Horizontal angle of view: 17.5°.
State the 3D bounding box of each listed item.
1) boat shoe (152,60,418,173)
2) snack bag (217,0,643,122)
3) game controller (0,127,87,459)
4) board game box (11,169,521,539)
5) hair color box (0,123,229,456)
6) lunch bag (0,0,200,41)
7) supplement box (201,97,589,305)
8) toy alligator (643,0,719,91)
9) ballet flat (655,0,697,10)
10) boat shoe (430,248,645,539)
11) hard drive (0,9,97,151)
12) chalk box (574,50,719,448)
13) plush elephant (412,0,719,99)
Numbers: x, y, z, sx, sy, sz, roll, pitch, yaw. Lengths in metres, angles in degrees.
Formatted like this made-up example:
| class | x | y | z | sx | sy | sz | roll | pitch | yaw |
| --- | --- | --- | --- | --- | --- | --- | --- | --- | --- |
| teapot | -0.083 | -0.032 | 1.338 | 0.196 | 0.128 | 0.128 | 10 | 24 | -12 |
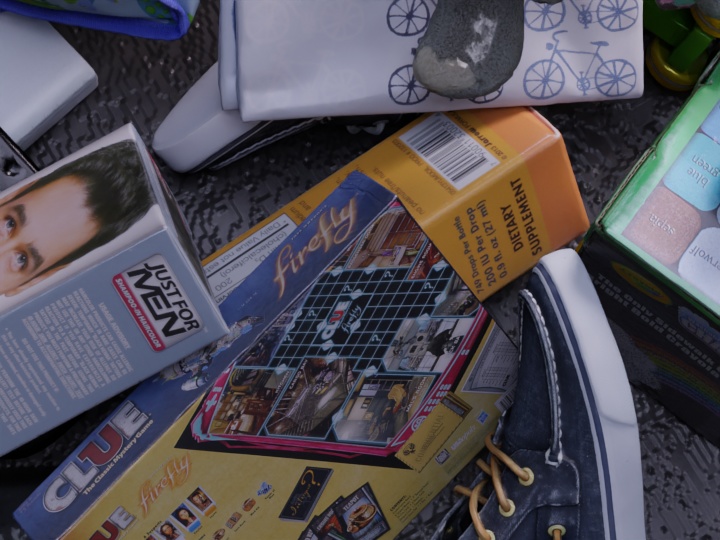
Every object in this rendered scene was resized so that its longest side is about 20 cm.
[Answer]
| class | x | y | z | sx | sy | sz | roll | pitch | yaw |
| --- | --- | --- | --- | --- | --- | --- | --- | --- | --- |
| boat shoe | 0.001 | -0.093 | 1.051 | 0.200 | 0.072 | 0.068 | -34 | 113 | 5 |
| snack bag | 0.033 | -0.164 | 0.983 | 0.187 | 0.021 | 0.201 | -3 | 109 | -9 |
| game controller | -0.183 | -0.014 | 1.015 | 0.104 | 0.042 | 0.200 | -44 | 98 | -13 |
| board game box | -0.030 | 0.073 | 0.975 | 0.200 | 0.136 | 0.035 | -45 | 40 | -6 |
| hair color box | -0.161 | 0.028 | 0.951 | 0.199 | 0.099 | 0.061 | -28 | 122 | 0 |
| lunch bag | -0.142 | -0.206 | 1.024 | 0.199 | 0.128 | 0.171 | 12 | 69 | 27 |
| supplement box | 0.000 | 0.000 | 1.025 | 0.199 | 0.067 | 0.069 | -33 | 44 | -10 |
| toy alligator | 0.157 | -0.122 | 1.081 | 0.200 | 0.059 | 0.054 | 39 | 57 | 0 |
| ballet flat | 0.126 | -0.201 | 1.058 | 0.071 | 0.069 | 0.201 | -21 | 59 | 8 |
| boat shoe | 0.069 | 0.094 | 0.983 | 0.090 | 0.071 | 0.201 | -12 | 109 | -6 |
| hard drive | -0.236 | -0.068 | 1.052 | 0.200 | 0.027 | 0.132 | -43 | 84 | -14 |
| chalk box | 0.171 | -0.016 | 0.986 | 0.124 | 0.200 | 0.124 | 37 | 76 | 4 |
| plush elephant | 0.075 | -0.163 | 0.886 | 0.164 | 0.155 | 0.201 | -5 | 100 | 16 |
